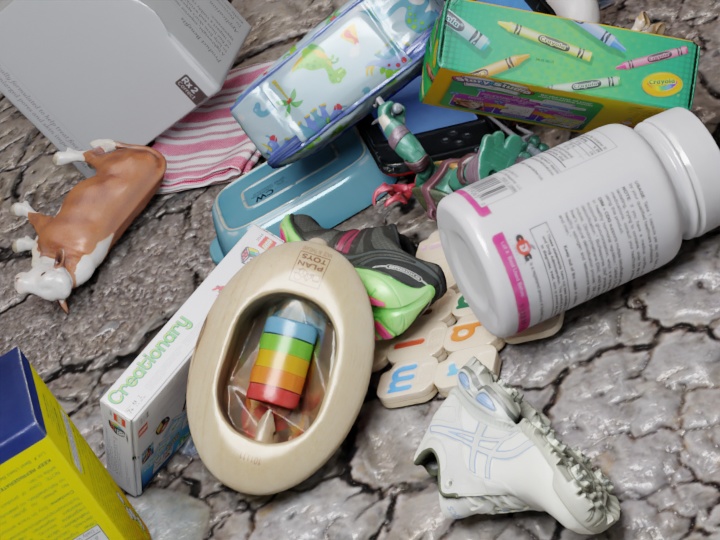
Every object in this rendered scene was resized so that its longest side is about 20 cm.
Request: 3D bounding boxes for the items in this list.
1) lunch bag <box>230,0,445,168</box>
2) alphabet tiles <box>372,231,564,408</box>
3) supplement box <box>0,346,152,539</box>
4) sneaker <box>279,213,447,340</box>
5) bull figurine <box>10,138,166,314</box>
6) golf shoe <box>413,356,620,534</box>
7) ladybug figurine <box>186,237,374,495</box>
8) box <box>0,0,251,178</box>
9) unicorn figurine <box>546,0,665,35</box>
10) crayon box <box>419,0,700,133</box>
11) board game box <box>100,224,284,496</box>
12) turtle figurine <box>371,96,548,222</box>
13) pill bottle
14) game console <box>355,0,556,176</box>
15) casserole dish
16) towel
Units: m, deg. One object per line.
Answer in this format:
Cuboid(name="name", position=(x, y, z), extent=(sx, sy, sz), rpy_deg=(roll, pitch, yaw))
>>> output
Cuboid(name="lunch bag", position=(-0.009, -0.174, 1.622), extent=(0.200, 0.083, 0.161), rpy_deg=(-37, 3, 11))
Cuboid(name="alphabet tiles", position=(0.076, 0.029, 1.481), extent=(0.195, 0.015, 0.201), rpy_deg=(-13, 36, 25))
Cuboid(name="supplement box", position=(-0.234, 0.177, 1.352), extent=(0.108, 0.201, 0.110), rpy_deg=(-30, 32, -1))
Cuboid(name="sneaker", position=(0.000, 0.000, 1.518), extent=(0.083, 0.077, 0.200), rpy_deg=(-25, 31, -24))
Cuboid(name="bull figurine", position=(-0.270, -0.047, 1.800), extent=(0.121, 0.065, 0.200), rpy_deg=(24, 61, 35))
Cuboid(name="golf shoe", position=(0.102, 0.142, 1.270), extent=(0.097, 0.078, 0.200), rpy_deg=(-49, 27, 2))
Cuboid(name="ladybug figurine", position=(-0.057, 0.073, 1.424), extent=(0.135, 0.072, 0.201), rpy_deg=(18, 80, 10))
Cuboid(name="box", position=(-0.253, -0.233, 1.886), extent=(0.200, 0.199, 0.131), rpy_deg=(-32, 21, 31))
Cuboid(name="unicorn figurine", position=(0.200, -0.232, 1.681), extent=(0.137, 0.074, 0.201), rpy_deg=(-23, 37, 31))
Cuboid(name="crayon box", position=(0.152, -0.154, 1.477), extent=(0.199, 0.119, 0.059), rpy_deg=(10, 81, -4))
Cuboid(name="board game box", position=(-0.130, 0.071, 1.492), extent=(0.035, 0.127, 0.200), rpy_deg=(31, 59, 15))
Cuboid(name="turtle figurine", position=(0.089, -0.082, 1.528), extent=(0.149, 0.101, 0.200), rpy_deg=(5, 6, -26))
Cuboid(name="pill bottle", position=(0.167, -0.039, 1.394), extent=(0.199, 0.114, 0.113), rpy_deg=(-24, 31, -10))
Cuboid(name="game console", position=(0.072, -0.190, 1.680), extent=(0.171, 0.119, 0.200), rpy_deg=(-13, 31, -7))
Cuboid(name="casserole dish", position=(-0.057, -0.073, 1.709), extent=(0.199, 0.039, 0.121), rpy_deg=(-30, 31, 2))
Cuboid(name="towel", position=(-0.142, -0.150, 1.893), extent=(0.146, 0.030, 0.200), rpy_deg=(-8, 38, 31))
